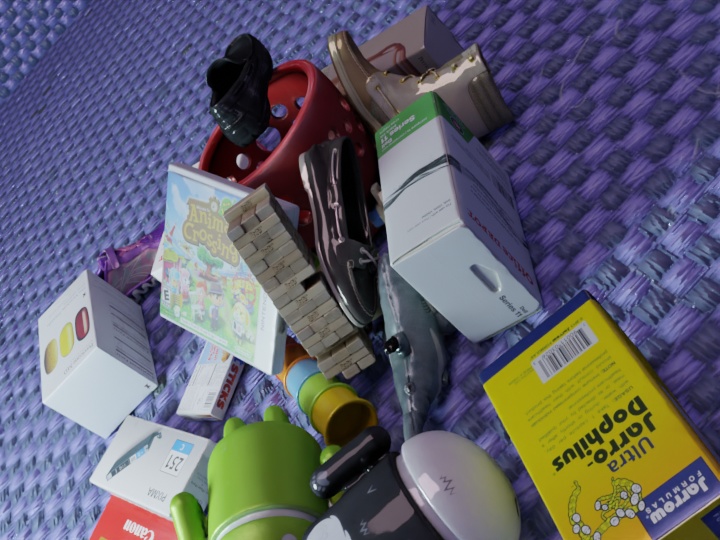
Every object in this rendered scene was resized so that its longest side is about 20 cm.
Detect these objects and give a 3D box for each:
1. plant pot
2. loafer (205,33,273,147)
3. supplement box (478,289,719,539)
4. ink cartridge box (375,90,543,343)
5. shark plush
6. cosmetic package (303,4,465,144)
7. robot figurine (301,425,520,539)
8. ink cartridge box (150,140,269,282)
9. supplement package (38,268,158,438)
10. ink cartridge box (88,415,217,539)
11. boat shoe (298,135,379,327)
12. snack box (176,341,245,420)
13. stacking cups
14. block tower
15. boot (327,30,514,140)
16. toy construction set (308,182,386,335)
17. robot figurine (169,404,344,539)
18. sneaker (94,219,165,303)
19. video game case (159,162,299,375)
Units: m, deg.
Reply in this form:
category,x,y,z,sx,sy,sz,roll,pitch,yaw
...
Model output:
category,x,y,z,sx,sy,sz,roll,pitch,yaw
plant pot,-0.070,-0.117,1.092,0.199,0.182,0.203,-28,40,27
loafer,-0.142,-0.223,1.056,0.068,0.070,0.202,-34,36,22
supplement box,0.183,0.131,0.644,0.109,0.109,0.201,-40,36,12
ink cartridge box,0.092,-0.052,0.886,0.082,0.146,0.202,-31,37,23
shark plush,0.037,0.084,0.866,0.090,0.083,0.203,-9,52,29
cosmetic package,0.031,-0.231,1.159,0.198,0.103,0.088,-26,41,33
robot figurine,0.034,0.218,0.721,0.200,0.150,0.125,-43,19,7
ink cartridge box,-0.197,-0.072,1.278,0.143,0.084,0.202,-24,42,32
supplement package,-0.369,0.113,1.275,0.114,0.109,0.201,-44,35,7
ink cartridge box,-0.255,0.269,1.061,0.198,0.045,0.178,1,57,49
boat shoe,-0.012,-0.045,0.921,0.056,0.067,0.203,-26,67,22
snack box,-0.164,0.092,1.142,0.071,0.024,0.202,-10,51,44
stacking cups,-0.054,0.120,0.960,0.061,0.060,0.200,-51,35,-3
block tower,-0.060,0.016,0.901,0.054,0.201,0.058,-32,16,6
boot,0.067,-0.217,1.040,0.154,0.201,0.072,-32,6,19
toy construction set,0.000,0.000,0.998,0.200,0.091,0.132,-46,33,25
robot figurine,-0.084,0.224,0.848,0.173,0.117,0.202,-16,41,3
sneaker,-0.351,-0.010,1.389,0.200,0.088,0.081,-47,33,2
video game case,-0.149,-0.006,0.997,0.198,0.022,0.185,22,112,38
